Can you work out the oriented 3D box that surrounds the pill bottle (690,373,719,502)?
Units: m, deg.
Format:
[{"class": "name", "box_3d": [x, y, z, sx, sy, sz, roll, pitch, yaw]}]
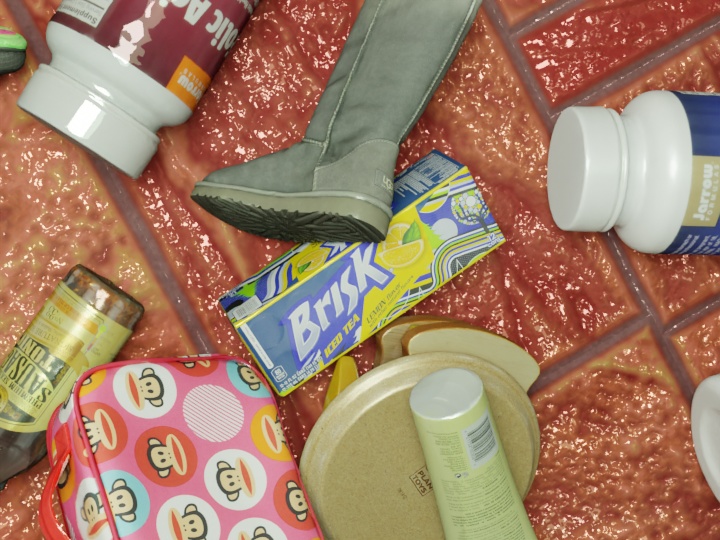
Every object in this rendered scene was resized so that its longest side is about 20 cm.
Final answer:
[{"class": "pill bottle", "box_3d": [0.365, 0.115, 0.833, 0.198, 0.112, 0.113, -12, 92, -8]}]

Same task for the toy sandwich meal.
[{"class": "toy sandwich meal", "box_3d": [0.041, 0.128, 0.808, 0.203, 0.070, 0.207, -6, 114, -13]}]

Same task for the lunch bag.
[{"class": "lunch bag", "box_3d": [-0.124, 0.156, 0.719, 0.175, 0.082, 0.201, -1, 60, -39]}]

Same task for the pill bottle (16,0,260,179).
[{"class": "pill bottle", "box_3d": [-0.143, -0.173, 0.755, 0.114, 0.114, 0.201, 31, 87, -7]}]

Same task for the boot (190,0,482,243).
[{"class": "boot", "box_3d": [-0.018, -0.121, 0.788, 0.180, 0.073, 0.202, 7, 72, 29]}]

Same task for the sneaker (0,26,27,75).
[{"class": "sneaker", "box_3d": [-0.318, -0.110, 0.761, 0.199, 0.077, 0.084, -28, 112, -4]}]

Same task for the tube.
[{"class": "tube", "box_3d": [0.081, 0.159, 0.770, 0.052, 0.058, 0.201, -54, 136, -43]}]

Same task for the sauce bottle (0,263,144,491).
[{"class": "sauce bottle", "box_3d": [-0.231, 0.093, 0.771, 0.066, 0.066, 0.201, 33, 85, -7]}]

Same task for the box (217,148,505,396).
[{"class": "box", "box_3d": [0.000, 0.000, 0.795, 0.199, 0.064, 0.070, -34, 114, -6]}]

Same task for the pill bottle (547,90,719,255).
[{"class": "pill bottle", "box_3d": [0.246, -0.071, 0.811, 0.198, 0.120, 0.121, 1, 91, -8]}]
